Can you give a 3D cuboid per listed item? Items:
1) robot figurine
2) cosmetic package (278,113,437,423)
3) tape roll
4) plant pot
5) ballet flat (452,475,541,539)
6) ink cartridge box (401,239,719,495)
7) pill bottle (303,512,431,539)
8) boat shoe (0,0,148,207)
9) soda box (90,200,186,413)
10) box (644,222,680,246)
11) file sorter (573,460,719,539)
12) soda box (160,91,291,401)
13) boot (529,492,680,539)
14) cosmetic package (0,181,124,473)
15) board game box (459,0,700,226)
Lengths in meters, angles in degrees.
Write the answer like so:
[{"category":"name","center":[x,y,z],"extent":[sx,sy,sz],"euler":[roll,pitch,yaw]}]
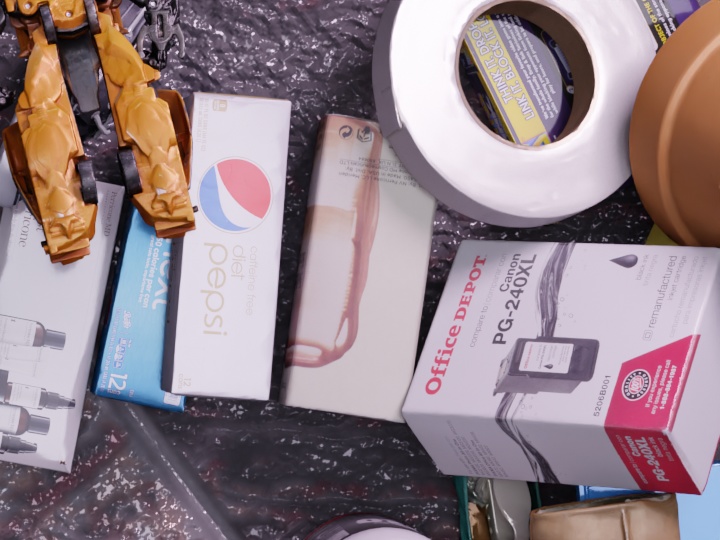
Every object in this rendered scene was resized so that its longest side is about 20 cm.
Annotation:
[{"category":"robot figurine","center":[-0.177,-0.111,1.577],"extent":[0.145,0.058,0.201],"euler":[-13,77,-8]},{"category":"cosmetic package","center":[0.000,0.000,1.683],"extent":[0.087,0.103,0.201],"euler":[8,86,-5]},{"category":"tape roll","center":[0.105,-0.129,1.648],"extent":[0.202,0.037,0.204],"euler":[4,79,-20]},{"category":"plant pot","center":[0.293,-0.077,1.598],"extent":[0.199,0.140,0.201],"euler":[-6,111,-17]},{"category":"ballet flat","center":[0.102,0.200,1.706],"extent":[0.067,0.070,0.201],"euler":[-11,90,-7]},{"category":"ink cartridge box","center":[0.144,0.062,1.632],"extent":[0.199,0.083,0.146],"euler":[2,57,31]},{"category":"pill bottle","center":[0.012,0.224,1.629],"extent":[0.113,0.200,0.114],"euler":[0,89,-7]},{"category":"boat shoe","center":[-0.189,-0.120,1.659],"extent":[0.068,0.072,0.200],"euler":[26,59,-6]},{"category":"soda box","center":[-0.134,-0.007,1.683],"extent":[0.064,0.068,0.201],"euler":[13,87,-9]},{"category":"box","center":[0.251,-0.037,1.705],"extent":[0.075,0.050,0.201],"euler":[17,104,-23]},{"category":"file sorter","center":[0.215,0.233,1.693],"extent":[0.138,0.123,0.201],"euler":[-4,89,-6]},{"category":"soda box","center":[-0.090,-0.016,1.624],"extent":[0.068,0.064,0.201],"euler":[4,88,-11]},{"category":"boot","center":[0.209,0.244,1.599],"extent":[0.175,0.066,0.201],"euler":[-8,88,-7]},{"category":"cosmetic package","center":[-0.219,0.033,1.681],"extent":[0.082,0.051,0.201],"euler":[11,87,-8]},{"category":"board game box","center":[0.160,-0.156,1.729],"extent":[0.165,0.057,0.200],"euler":[-26,93,-5]}]
